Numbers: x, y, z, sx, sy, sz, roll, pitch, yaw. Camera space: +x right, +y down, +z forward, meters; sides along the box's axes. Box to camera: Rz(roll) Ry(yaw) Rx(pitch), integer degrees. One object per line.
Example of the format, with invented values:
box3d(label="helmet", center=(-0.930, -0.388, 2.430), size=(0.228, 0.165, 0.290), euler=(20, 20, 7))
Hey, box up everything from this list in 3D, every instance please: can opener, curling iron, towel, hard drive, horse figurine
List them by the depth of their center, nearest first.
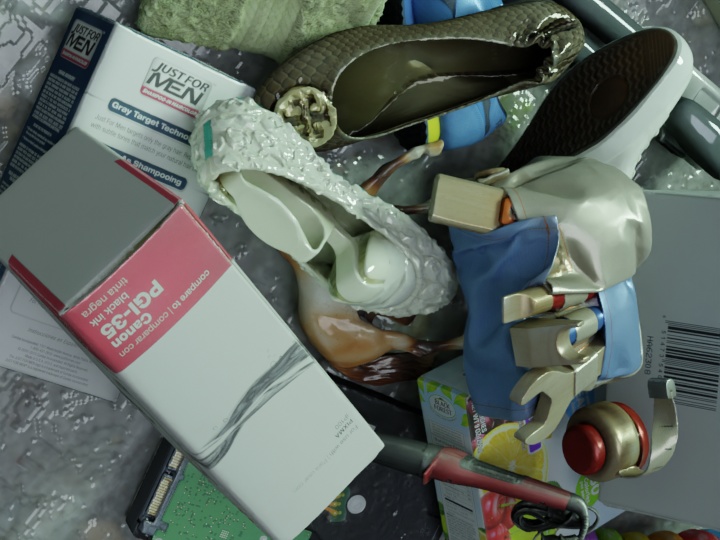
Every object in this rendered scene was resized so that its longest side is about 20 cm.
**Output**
box3d(label="towel", center=(-0.038, -0.190, 0.875), size=(0.148, 0.037, 0.200), euler=(11, 137, -18))
box3d(label="curling iron", center=(0.048, 0.127, 0.969), size=(0.199, 0.026, 0.050), euler=(20, 113, 4))
box3d(label="horse figurine", center=(0.000, 0.000, 0.990), size=(0.132, 0.050, 0.201), euler=(-16, 118, -3))
box3d(label="hard drive", center=(-0.034, 0.135, 1.024), size=(0.199, 0.038, 0.140), euler=(23, 94, -27))
box3d(label="can opener", center=(0.180, -0.131, 1.031), size=(0.200, 0.066, 0.053), euler=(35, 91, -22))

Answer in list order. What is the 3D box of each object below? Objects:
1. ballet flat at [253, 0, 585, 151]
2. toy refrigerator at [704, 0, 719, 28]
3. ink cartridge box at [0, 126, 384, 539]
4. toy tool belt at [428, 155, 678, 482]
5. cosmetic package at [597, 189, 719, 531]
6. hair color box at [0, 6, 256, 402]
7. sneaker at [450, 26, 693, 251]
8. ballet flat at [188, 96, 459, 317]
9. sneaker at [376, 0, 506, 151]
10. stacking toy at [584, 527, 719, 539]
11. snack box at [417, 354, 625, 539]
box3d(label="ballet flat", center=(0.036, -0.110, 0.914), size=(0.199, 0.046, 0.068), euler=(-15, 124, -9))
box3d(label="toy refrigerator", center=(0.291, -0.169, 1.061), size=(0.076, 0.070, 0.200), euler=(-40, 115, -8))
box3d(label="ink cartridge box", center=(-0.095, 0.036, 0.843), size=(0.083, 0.146, 0.200), euler=(-44, 125, -10))
box3d(label="toy tool belt", center=(0.098, 0.036, 0.921), size=(0.123, 0.125, 0.201), euler=(-13, 97, -35))
box3d(label="cosmetic package", center=(0.262, 0.051, 1.027), size=(0.200, 0.123, 0.200), euler=(-4, 99, -51))
box3d(label="hair color box", center=(-0.150, -0.036, 0.910), size=(0.100, 0.060, 0.201), euler=(22, 95, -36))
box3d(label="sneaker", center=(0.148, -0.068, 1.010), size=(0.084, 0.073, 0.200), euler=(23, 123, -33))
box3d(label="ballet flat", center=(-0.022, -0.018, 0.907), size=(0.200, 0.072, 0.072), euler=(37, 88, -28))
box3d(label="sneaker", center=(0.047, -0.171, 0.963), size=(0.078, 0.066, 0.201), euler=(-19, 113, -20))
box3d(label="stacking toy", center=(0.166, 0.218, 1.108), size=(0.199, 0.116, 0.110), euler=(16, 97, -11))
box3d(label="snack box", center=(0.138, 0.100, 1.052), size=(0.200, 0.053, 0.143), euler=(-24, 117, -31))
